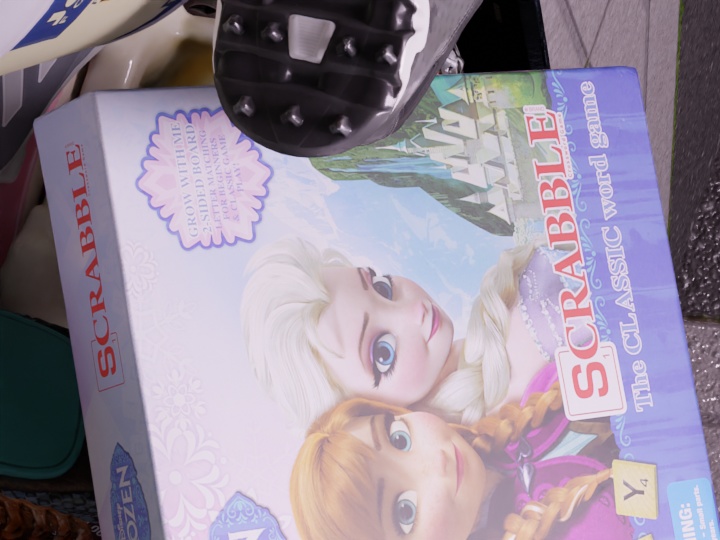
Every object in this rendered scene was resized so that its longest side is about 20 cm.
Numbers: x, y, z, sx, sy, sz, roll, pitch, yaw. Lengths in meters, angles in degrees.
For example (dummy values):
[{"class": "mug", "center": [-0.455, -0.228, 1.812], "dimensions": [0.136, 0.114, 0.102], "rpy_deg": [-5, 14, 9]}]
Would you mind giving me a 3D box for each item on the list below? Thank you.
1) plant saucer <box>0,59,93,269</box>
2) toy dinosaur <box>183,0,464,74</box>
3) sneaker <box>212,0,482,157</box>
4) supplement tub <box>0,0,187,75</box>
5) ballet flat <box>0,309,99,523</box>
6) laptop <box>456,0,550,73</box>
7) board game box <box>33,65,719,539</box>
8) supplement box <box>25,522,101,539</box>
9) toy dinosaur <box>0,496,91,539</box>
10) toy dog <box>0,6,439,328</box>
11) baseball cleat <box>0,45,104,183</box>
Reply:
[{"class": "plant saucer", "center": [-0.114, -0.033, 1.012], "dimensions": [0.201, 0.051, 0.201], "rpy_deg": [15, 90, -76]}, {"class": "toy dinosaur", "center": [-0.022, -0.113, 1.111], "dimensions": [0.102, 0.136, 0.200], "rpy_deg": [-56, 158, -50]}, {"class": "sneaker", "center": [0.010, -0.123, 0.775], "dimensions": [0.090, 0.066, 0.200], "rpy_deg": [32, 72, -77]}, {"class": "supplement tub", "center": [-0.115, -0.118, 0.713], "dimensions": [0.200, 0.145, 0.145], "rpy_deg": [-34, 138, -70]}, {"class": "ballet flat", "center": [-0.087, 0.059, 0.898], "dimensions": [0.074, 0.200, 0.074], "rpy_deg": [-166, -90, -84]}, {"class": "laptop", "center": [0.021, -0.176, 1.156], "dimensions": [0.103, 0.200, 0.177], "rpy_deg": [-53, 161, -12]}, {"class": "board game box", "center": [0.013, 0.042, 0.841], "dimensions": [0.199, 0.041, 0.200], "rpy_deg": [-6, 82, -33]}, {"class": "supplement box", "center": [-0.094, 0.167, 0.921], "dimensions": [0.133, 0.197, 0.200], "rpy_deg": [-64, 165, 22]}, {"class": "toy dinosaur", "center": [-0.150, 0.086, 0.753], "dimensions": [0.200, 0.136, 0.102], "rpy_deg": [-21, 155, -30]}, {"class": "toy dog", "center": [0.000, 0.000, 0.973], "dimensions": [0.194, 0.200, 0.140], "rpy_deg": [70, 38, -67]}, {"class": "baseball cleat", "center": [-0.117, -0.090, 0.861], "dimensions": [0.200, 0.070, 0.106], "rpy_deg": [-43, 126, -5]}]
